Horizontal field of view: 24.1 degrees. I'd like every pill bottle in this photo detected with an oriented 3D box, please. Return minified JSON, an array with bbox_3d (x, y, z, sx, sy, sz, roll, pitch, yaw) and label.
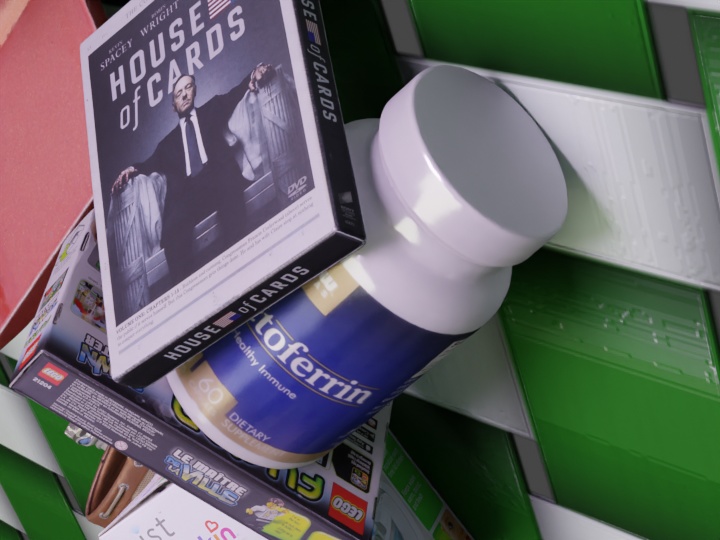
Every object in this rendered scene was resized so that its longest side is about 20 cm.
[{"bbox_3d":[0.000,0.000,0.805,0.116,0.116,0.200,49,126,3],"label":"pill bottle"}]

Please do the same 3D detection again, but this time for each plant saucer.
[{"bbox_3d":[-0.192,-0.081,0.980,0.200,0.037,0.201,-49,51,32],"label":"plant saucer"}]

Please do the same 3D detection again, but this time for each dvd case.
[{"bbox_3d":[-0.072,-0.065,0.795,0.150,0.025,0.201,-33,54,32],"label":"dvd case"}]

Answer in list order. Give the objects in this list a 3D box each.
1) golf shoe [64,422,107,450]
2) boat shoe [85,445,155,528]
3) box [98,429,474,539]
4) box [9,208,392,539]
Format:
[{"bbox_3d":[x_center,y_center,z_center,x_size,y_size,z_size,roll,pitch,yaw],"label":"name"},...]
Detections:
[{"bbox_3d":[-0.150,0.093,1.229,0.097,0.079,0.200,32,155,-2],"label":"golf shoe"},{"bbox_3d":[-0.136,0.094,1.114,0.076,0.071,0.202,-121,44,-64],"label":"boat shoe"},{"bbox_3d":[-0.034,0.161,0.983,0.096,0.200,0.177,-35,93,22],"label":"box"},{"bbox_3d":[-0.075,0.063,0.870,0.199,0.111,0.035,34,128,-19],"label":"box"}]
